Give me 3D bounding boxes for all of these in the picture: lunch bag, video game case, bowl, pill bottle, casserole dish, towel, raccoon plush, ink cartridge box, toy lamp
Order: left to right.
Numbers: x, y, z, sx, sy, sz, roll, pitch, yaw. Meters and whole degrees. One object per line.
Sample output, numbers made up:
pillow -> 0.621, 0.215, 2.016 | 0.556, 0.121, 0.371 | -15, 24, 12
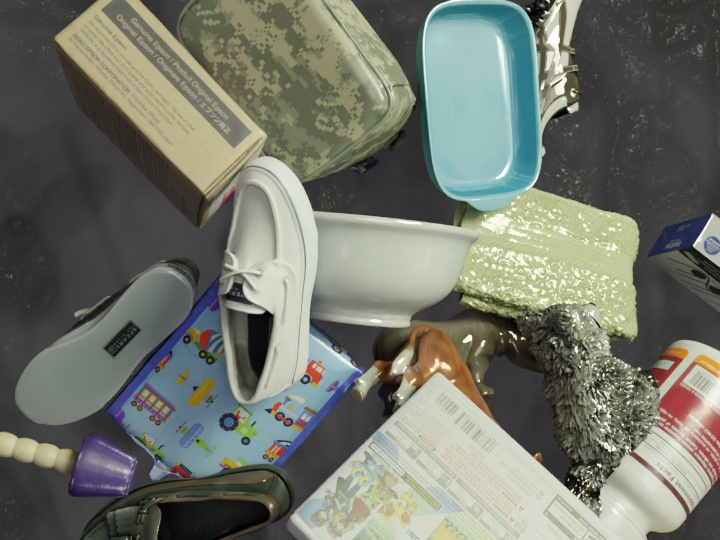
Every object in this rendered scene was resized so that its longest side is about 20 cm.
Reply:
toy lamp -> -0.294, 0.153, 0.831 | 0.200, 0.058, 0.058 | 16, 82, -7
ink cartridge box -> -0.167, -0.128, 0.816 | 0.165, 0.200, 0.075 | 45, 78, -5
lunch bag -> -0.120, 0.113, 0.866 | 0.151, 0.094, 0.200 | 41, 88, -7
lunch bag -> -0.042, -0.184, 0.867 | 0.139, 0.168, 0.200 | -37, 90, 22
bowl -> 0.000, 0.000, 0.843 | 0.201, 0.201, 0.090 | 6, 91, -10
video game case -> 0.076, 0.198, 0.718 | 0.200, 0.022, 0.182 | 42, 54, 12
casserole dish -> 0.105, -0.154, 0.882 | 0.121, 0.039, 0.200 | -8, 98, -25
towel -> 0.181, -0.013, 0.931 | 0.200, 0.036, 0.148 | 16, 61, -13
raccoon plush -> 0.188, 0.122, 0.842 | 0.134, 0.097, 0.200 | 38, 48, -28
pill bottle -> 0.285, 0.172, 0.919 | 0.113, 0.113, 0.200 | 45, 79, -4
ink cartridge box -> 0.395, 0.023, 0.965 | 0.200, 0.094, 0.044 | 35, 79, -5

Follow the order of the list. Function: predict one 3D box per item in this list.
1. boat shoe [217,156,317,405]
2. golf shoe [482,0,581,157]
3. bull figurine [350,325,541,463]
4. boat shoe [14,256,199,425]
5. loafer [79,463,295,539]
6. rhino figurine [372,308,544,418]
boat shoe -> -0.077, 0.014, 0.756 | 0.074, 0.065, 0.200 | 9, 113, 30
golf shoe -> 0.185, -0.202, 0.961 | 0.094, 0.078, 0.200 | 29, 90, -10
bull figurine -> 0.081, 0.144, 0.830 | 0.121, 0.065, 0.200 | -21, 75, -44
boat shoe -> -0.222, 0.058, 0.853 | 0.074, 0.068, 0.199 | 42, 103, -11
loafer -> -0.156, 0.216, 0.827 | 0.200, 0.063, 0.072 | -19, 94, 6
rhino figurine -> 0.104, 0.080, 0.920 | 0.200, 0.060, 0.087 | -10, 76, -15
